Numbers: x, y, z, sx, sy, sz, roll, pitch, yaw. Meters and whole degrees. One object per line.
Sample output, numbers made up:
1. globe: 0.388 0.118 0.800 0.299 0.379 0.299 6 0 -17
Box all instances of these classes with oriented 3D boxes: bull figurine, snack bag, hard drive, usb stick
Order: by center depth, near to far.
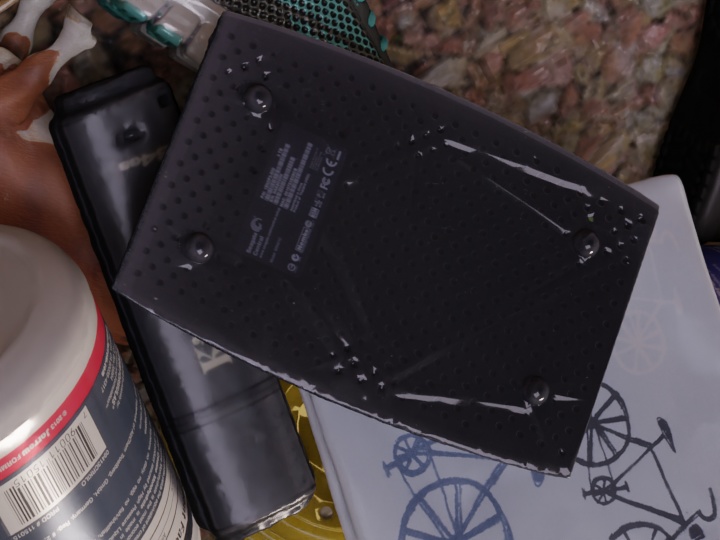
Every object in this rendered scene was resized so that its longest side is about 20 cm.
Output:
1. hard drive: 0.011 -0.008 0.739 0.199 0.042 0.136 23 78 -9
2. usb stick: -0.073 0.016 0.760 0.055 0.033 0.201 -21 99 -11
3. snack bag: 0.079 0.064 0.777 0.199 0.021 0.190 -18 85 -15
4. bull figurine: -0.142 -0.052 0.787 0.200 0.065 0.122 39 94 -26

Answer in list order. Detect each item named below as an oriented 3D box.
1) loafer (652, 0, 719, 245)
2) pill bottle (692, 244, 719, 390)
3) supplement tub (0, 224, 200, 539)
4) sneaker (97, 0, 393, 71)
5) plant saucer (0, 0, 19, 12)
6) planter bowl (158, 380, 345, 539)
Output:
1. loafer: 0.204 -0.104 0.879 0.071 0.073 0.201 7 118 -24
2. pill bottle: 0.204 0.045 0.899 0.199 0.120 0.121 -3 113 -31
3. supplement tub: -0.148 0.095 0.758 0.139 0.141 0.201 -24 129 -7
4. sneaker: -0.020 -0.107 0.795 0.199 0.078 0.092 34 87 -19
5. plant saucer: -0.194 -0.193 0.722 0.198 0.035 0.202 -4 106 -15
6. planter bowl: -0.002 0.063 0.827 0.198 0.083 0.202 1 100 3
